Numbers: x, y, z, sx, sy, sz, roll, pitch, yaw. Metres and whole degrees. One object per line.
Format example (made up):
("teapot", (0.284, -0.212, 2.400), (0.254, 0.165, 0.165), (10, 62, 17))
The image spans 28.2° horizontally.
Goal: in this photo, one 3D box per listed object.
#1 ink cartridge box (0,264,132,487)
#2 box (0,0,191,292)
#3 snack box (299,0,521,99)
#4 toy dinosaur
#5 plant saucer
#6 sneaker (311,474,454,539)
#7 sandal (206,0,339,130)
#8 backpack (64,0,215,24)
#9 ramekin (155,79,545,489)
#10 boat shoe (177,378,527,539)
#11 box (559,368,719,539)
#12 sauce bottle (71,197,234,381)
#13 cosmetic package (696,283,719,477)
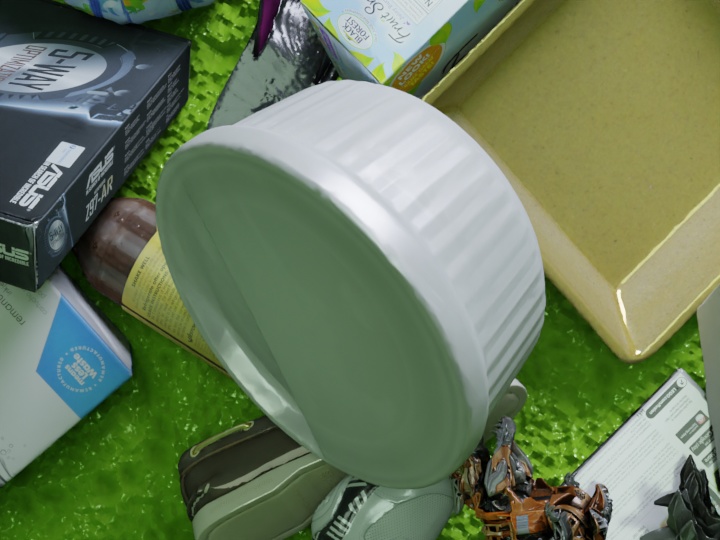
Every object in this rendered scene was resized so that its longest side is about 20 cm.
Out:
("ink cartridge box", (-0.240, 0.074, 0.806), (0.200, 0.068, 0.116), (-40, 106, 1))
("box", (-0.205, -0.084, 0.795), (0.159, 0.044, 0.201), (17, 40, 10))
("snack box", (0.071, -0.165, 0.769), (0.200, 0.169, 0.068), (-45, 78, -1))
("toy dinosaur", (0.126, 0.162, 0.734), (0.135, 0.102, 0.201), (-32, 107, 16))
("plant saucer", (0.151, -0.085, 0.776), (0.200, 0.048, 0.200), (-44, 110, -1))
("sneaker", (0.004, 0.191, 0.755), (0.200, 0.075, 0.115), (-46, 49, 5))
("sandal", (-0.033, -0.148, 0.841), (0.075, 0.048, 0.202), (18, 85, 10))
("backpack", (-0.132, -0.244, 0.818), (0.153, 0.163, 0.201), (-29, 101, -3))
("ramekin", (0.000, 0.000, 0.699), (0.202, 0.203, 0.094), (43, 58, 11))
("boat shoe", (-0.006, 0.091, 0.795), (0.199, 0.072, 0.060), (-25, 53, -2))
("box", (0.141, 0.163, 0.781), (0.200, 0.035, 0.110), (-44, 79, 0))
("sauce bottle", (-0.113, 0.000, 0.823), (0.199, 0.065, 0.065), (32, 87, 9))
("cosmetic package", (0.284, 0.051, 0.735), (0.198, 0.085, 0.109), (-5, 73, -4))
